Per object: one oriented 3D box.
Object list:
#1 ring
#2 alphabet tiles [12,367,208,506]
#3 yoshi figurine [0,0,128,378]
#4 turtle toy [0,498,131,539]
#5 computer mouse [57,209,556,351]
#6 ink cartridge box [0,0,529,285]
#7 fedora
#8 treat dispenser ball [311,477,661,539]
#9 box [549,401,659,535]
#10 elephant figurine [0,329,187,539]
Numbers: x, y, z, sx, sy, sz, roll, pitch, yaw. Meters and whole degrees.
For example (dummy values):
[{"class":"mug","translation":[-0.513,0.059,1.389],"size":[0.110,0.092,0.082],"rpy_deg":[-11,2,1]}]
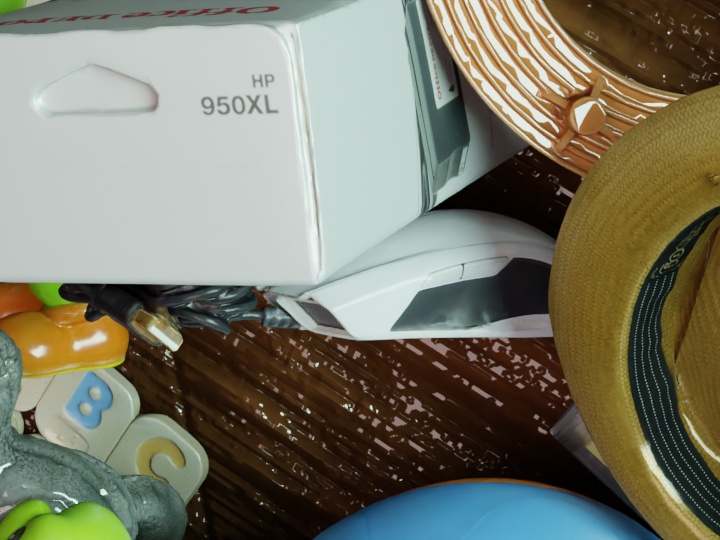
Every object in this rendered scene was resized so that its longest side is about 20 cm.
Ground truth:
[{"class":"ring","translation":[0.115,-0.121,0.672],"size":[0.200,0.019,0.201],"rpy_deg":[-1,96,-7]},{"class":"alphabet tiles","translation":[-0.157,0.116,0.933],"size":[0.200,0.015,0.196],"rpy_deg":[40,118,9]},{"class":"yoshi figurine","translation":[-0.142,-0.062,0.819],"size":[0.112,0.112,0.200],"rpy_deg":[8,106,29]},{"class":"turtle toy","translation":[-0.104,0.180,0.719],"size":[0.101,0.146,0.200],"rpy_deg":[13,71,-10]},{"class":"computer mouse","translation":[0.000,0.000,0.744],"size":[0.110,0.200,0.044],"rpy_deg":[-169,79,-65]},{"class":"ink cartridge box","translation":[-0.040,-0.060,0.717],"size":[0.145,0.200,0.084],"rpy_deg":[0,105,25]},{"class":"fedora","translation":[0.154,0.022,0.654],"size":[0.201,0.082,0.201],"rpy_deg":[24,130,32]},{"class":"treat dispenser ball","translation":[0.046,0.176,0.752],"size":[0.201,0.201,0.201],"rpy_deg":[8,109,22]},{"class":"box","translation":[0.193,0.067,0.738],"size":[0.200,0.049,0.161],"rpy_deg":[42,116,7]},{"class":"elephant figurine","translation":[-0.132,0.124,0.834],"size":[0.200,0.155,0.142],"rpy_deg":[-37,65,36]}]
